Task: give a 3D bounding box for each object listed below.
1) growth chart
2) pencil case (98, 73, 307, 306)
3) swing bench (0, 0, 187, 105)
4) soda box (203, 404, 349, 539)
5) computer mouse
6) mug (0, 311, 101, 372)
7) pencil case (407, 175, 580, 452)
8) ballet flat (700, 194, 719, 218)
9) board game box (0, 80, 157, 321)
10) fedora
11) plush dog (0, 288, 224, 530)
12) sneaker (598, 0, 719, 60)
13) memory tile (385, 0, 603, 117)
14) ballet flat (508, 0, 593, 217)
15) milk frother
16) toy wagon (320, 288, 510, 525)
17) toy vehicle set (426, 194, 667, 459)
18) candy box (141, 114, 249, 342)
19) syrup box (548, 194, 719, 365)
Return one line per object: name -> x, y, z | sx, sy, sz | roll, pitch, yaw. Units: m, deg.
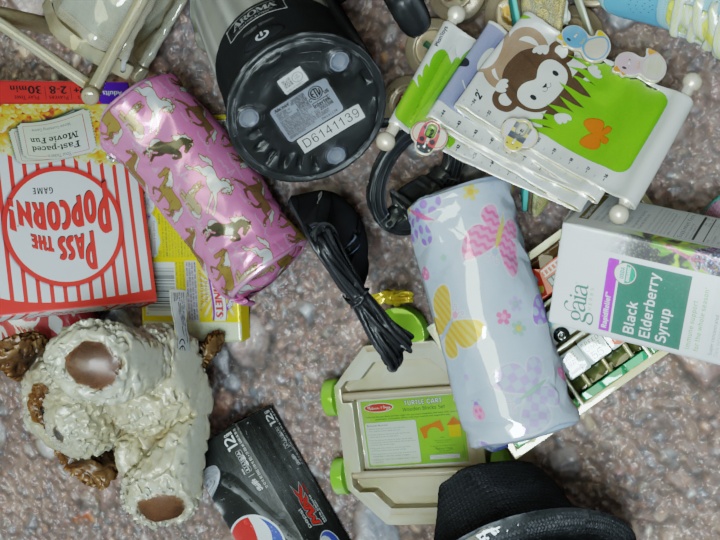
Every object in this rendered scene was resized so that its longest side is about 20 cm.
growth chart -> 0.128, -0.117, 0.759 | 0.199, 0.018, 0.146 | 20, 75, 11
pencil case -> -0.132, -0.067, 0.904 | 0.200, 0.083, 0.087 | 50, 133, 5
swing bench -> -0.190, -0.262, 0.878 | 0.129, 0.200, 0.199 | 34, 108, -2
soda box -> -0.066, 0.225, 0.942 | 0.063, 0.071, 0.201 | -34, 83, 23
computer mouse -> 0.000, 0.000, 0.852 | 0.046, 0.200, 0.141 | -32, 104, 0
mug -> -0.313, -0.027, 0.977 | 0.177, 0.133, 0.201 | -26, 90, 22
pencil case -> 0.099, 0.031, 0.795 | 0.083, 0.090, 0.202 | -23, 82, 56
ballet flat -> 0.336, 0.004, 0.768 | 0.199, 0.069, 0.071 | 33, 148, 17
board game box -> -0.266, -0.061, 0.933 | 0.046, 0.151, 0.202 | -17, 81, 58
fedora -> 0.114, 0.208, 0.835 | 0.200, 0.200, 0.092 | -38, 46, 19
plush dog -> -0.216, 0.106, 0.919 | 0.171, 0.161, 0.201 | -8, 119, 23
sneaker -> 0.255, -0.168, 0.749 | 0.198, 0.080, 0.131 | 7, 61, 18
memory tile -> 0.112, -0.183, 0.863 | 0.153, 0.017, 0.201 | 27, 104, 15
ballet flat -> 0.148, -0.143, 0.815 | 0.070, 0.071, 0.202 | -3, 95, 20
milk frother -> -0.025, -0.142, 0.853 | 0.179, 0.189, 0.201 | -17, 130, -5
toy wagon -> 0.044, 0.113, 0.908 | 0.154, 0.040, 0.202 | -6, 93, 20
toy vehicle set -> 0.167, 0.038, 0.839 | 0.199, 0.027, 0.125 | -37, 82, 8
candy box -> -0.153, -0.037, 0.970 | 0.101, 0.026, 0.202 | 0, 96, 17
syrup box -> 0.238, 0.011, 0.741 | 0.199, 0.081, 0.079 | 14, 116, 22
